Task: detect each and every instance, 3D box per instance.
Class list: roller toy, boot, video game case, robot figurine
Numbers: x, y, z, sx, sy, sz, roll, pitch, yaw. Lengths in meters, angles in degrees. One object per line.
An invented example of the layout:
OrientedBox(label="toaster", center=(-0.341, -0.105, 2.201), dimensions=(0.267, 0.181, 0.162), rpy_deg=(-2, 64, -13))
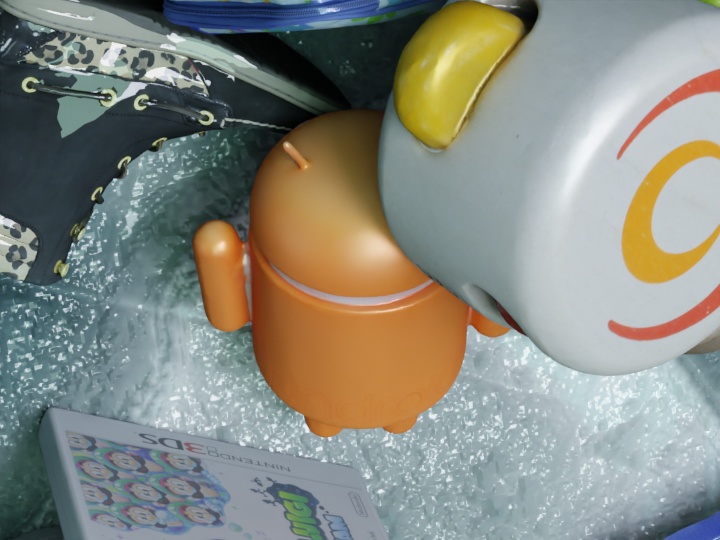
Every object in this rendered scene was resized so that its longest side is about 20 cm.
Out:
OrientedBox(label="roller toy", center=(0.104, -0.055, 1.401), dimensions=(0.199, 0.140, 0.183), rpy_deg=(-23, 129, -33))
OrientedBox(label="boot", center=(-0.120, -0.064, 1.518), dimensions=(0.203, 0.074, 0.154), rpy_deg=(18, 109, -28))
OrientedBox(label="video game case", center=(-0.064, 0.140, 1.520), dimensions=(0.181, 0.200, 0.024), rpy_deg=(13, 112, -20))
OrientedBox(label="robot figurine", center=(0.002, 0.000, 1.521), dimensions=(0.117, 0.143, 0.201), rpy_deg=(-48, 154, -33))

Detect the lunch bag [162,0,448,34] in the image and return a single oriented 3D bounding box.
OrientedBox(label="lunch bag", center=(0.006, -0.168, 1.455), dimensions=(0.199, 0.160, 0.083), rpy_deg=(-17, 105, -35))

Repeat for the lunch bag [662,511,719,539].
OrientedBox(label="lunch bag", center=(0.233, 0.212, 1.673), dimensions=(0.169, 0.124, 0.201), rpy_deg=(-27, 119, -7))

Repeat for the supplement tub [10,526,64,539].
OrientedBox(label="supplement tub", center=(-0.137, 0.222, 1.522), dimensions=(0.144, 0.200, 0.146), rpy_deg=(-4, 107, -15))

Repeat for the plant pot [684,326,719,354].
OrientedBox(label="plant pot", center=(0.205, -0.052, 1.555), dimensions=(0.174, 0.200, 0.201), rpy_deg=(7, 105, -44))
